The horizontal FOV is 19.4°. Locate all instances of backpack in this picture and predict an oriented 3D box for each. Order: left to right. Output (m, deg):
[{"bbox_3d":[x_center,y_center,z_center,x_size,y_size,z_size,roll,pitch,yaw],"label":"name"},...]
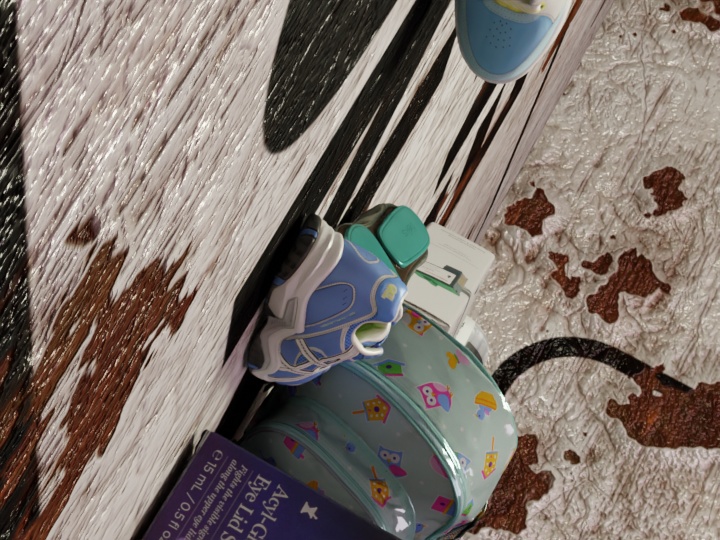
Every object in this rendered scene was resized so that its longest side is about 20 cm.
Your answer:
[{"bbox_3d":[0.008,0.126,1.482,0.153,0.176,0.200,-35,167,-43],"label":"backpack"}]

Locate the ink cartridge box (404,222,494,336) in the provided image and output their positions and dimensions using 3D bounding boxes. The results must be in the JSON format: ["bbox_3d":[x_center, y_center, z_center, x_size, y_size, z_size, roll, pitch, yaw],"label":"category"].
[{"bbox_3d":[0.054,0.058,2.173,0.146,0.084,0.200,-65,175,27],"label":"ink cartridge box"}]

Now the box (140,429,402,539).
[{"bbox_3d":[-0.048,0.218,1.299,0.148,0.200,0.104,-60,175,-23],"label":"box"}]

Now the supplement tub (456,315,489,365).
[{"bbox_3d":[0.058,0.142,2.451,0.200,0.122,0.123,-60,175,-26],"label":"supplement tub"}]

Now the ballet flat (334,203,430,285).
[{"bbox_3d":[0.000,0.000,1.447,0.064,0.067,0.200,-33,-179,17],"label":"ballet flat"}]

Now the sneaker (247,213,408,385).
[{"bbox_3d":[-0.021,0.036,1.321,0.076,0.077,0.200,-62,177,-19],"label":"sneaker"}]

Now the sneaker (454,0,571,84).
[{"bbox_3d":[0.093,-0.192,1.262,0.131,0.079,0.200,-57,163,-63],"label":"sneaker"}]
